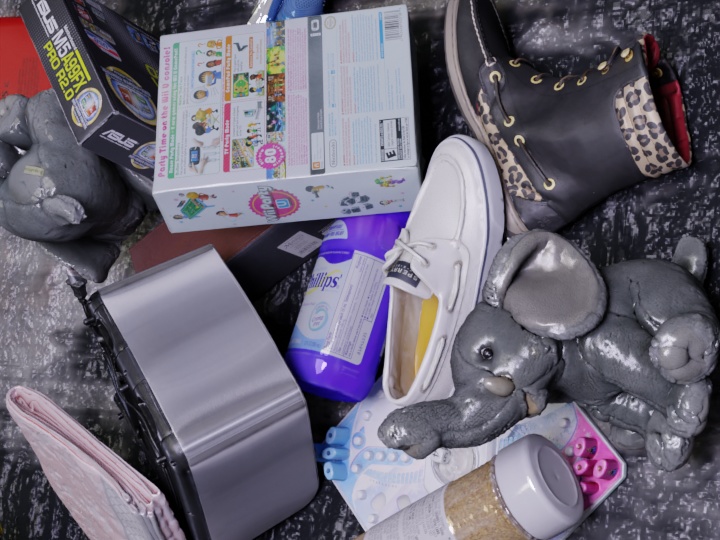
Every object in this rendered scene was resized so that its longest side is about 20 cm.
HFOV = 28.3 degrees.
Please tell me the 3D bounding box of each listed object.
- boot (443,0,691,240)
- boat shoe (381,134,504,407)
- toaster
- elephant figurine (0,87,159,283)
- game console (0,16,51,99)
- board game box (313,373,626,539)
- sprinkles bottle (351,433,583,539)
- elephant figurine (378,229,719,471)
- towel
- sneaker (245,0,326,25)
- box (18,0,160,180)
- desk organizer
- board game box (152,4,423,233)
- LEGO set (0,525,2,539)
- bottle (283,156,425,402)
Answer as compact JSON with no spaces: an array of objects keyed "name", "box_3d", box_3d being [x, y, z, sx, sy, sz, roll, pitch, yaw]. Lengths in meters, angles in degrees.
[{"name":"boot","box_3d":[0.147,-0.132,1.033,0.150,0.073,0.202,-22,71,33]},{"name":"boat shoe","box_3d":[0.050,0.002,1.027,0.071,0.069,0.202,16,100,48]},{"name":"toaster","box_3d":[-0.127,0.097,1.118,0.118,0.201,0.181,-26,56,-15]},{"name":"elephant figurine","box_3d":[-0.225,-0.065,1.218,0.141,0.200,0.157,-15,64,29]},{"name":"game console","box_3d":[-0.349,-0.143,1.451,0.171,0.119,0.202,1,79,6]},{"name":"board game box","box_3d":[0.070,0.141,1.063,0.200,0.026,0.200,-49,56,18]},{"name":"sprinkles bottle","box_3d":[0.059,0.188,1.002,0.199,0.068,0.069,-34,61,27]},{"name":"elephant figurine","box_3d":[0.123,0.046,0.928,0.198,0.155,0.143,10,104,3]},{"name":"towel","box_3d":[-0.198,0.200,1.164,0.032,0.201,0.190,-40,48,-24]},{"name":"sneaker","box_3d":[-0.057,-0.187,1.208,0.089,0.079,0.201,30,84,-2]},{"name":"box","box_3d":[-0.183,-0.144,1.206,0.044,0.200,0.161,-39,58,17]},{"name":"desk organizer","box_3d":[-0.100,-0.030,1.203,0.199,0.071,0.077,-35,59,26]},{"name":"board game box","box_3d":[-0.054,-0.115,1.096,0.198,0.064,0.149,-5,61,6]},{"name":"LEGO set","box_3d":[-0.288,0.304,1.258,0.153,0.115,0.202,9,107,58]},{"name":"bottle","box_3d":[0.000,0.000,1.111,0.083,0.065,0.202,-4,65,65]}]
